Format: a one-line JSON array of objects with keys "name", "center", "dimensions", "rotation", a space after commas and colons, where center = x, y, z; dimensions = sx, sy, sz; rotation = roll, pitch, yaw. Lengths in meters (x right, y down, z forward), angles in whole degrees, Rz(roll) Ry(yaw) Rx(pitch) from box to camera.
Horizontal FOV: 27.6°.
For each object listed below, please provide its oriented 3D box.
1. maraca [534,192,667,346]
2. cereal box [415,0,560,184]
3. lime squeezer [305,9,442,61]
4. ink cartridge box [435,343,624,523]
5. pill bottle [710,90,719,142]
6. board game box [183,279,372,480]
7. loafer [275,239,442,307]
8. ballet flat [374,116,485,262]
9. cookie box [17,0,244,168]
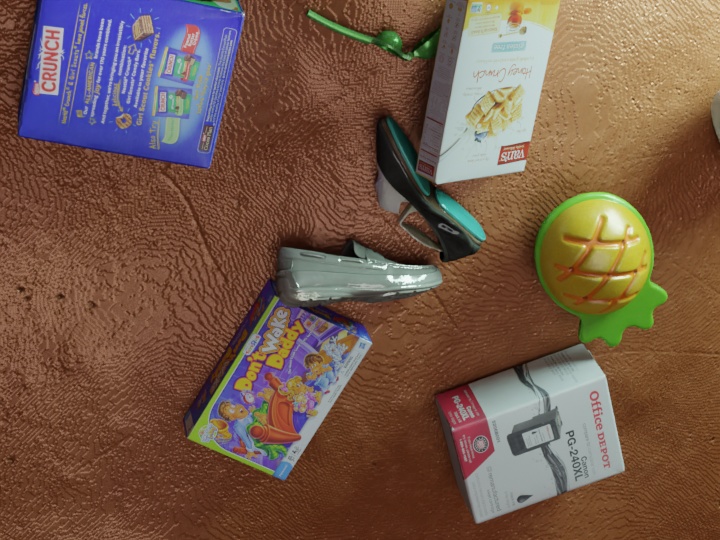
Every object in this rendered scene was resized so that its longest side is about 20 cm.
[{"name": "maraca", "center": [0.275, 0.000, 1.677], "dimensions": [0.136, 0.107, 0.201], "rotation": [-26, 118, 7]}, {"name": "cereal box", "center": [0.136, -0.197, 1.560], "dimensions": [0.143, 0.039, 0.202], "rotation": [-11, 120, -40]}, {"name": "lime squeezer", "center": [0.045, -0.254, 1.544], "dimensions": [0.198, 0.038, 0.071], "rotation": [-11, 116, -8]}, {"name": "ink cartridge box", "center": [0.206, 0.196, 1.762], "dimensions": [0.198, 0.084, 0.146], "rotation": [-19, 117, -4]}, {"name": "pill bottle", "center": [0.506, -0.188, 1.643], "dimensions": [0.199, 0.116, 0.117], "rotation": [-25, 118, -2]}, {"name": "board game box", "center": [-0.096, 0.128, 1.679], "dimensions": [0.134, 0.045, 0.201], "rotation": [26, 106, -23]}, {"name": "loafer", "center": [0.000, 0.000, 1.631], "dimensions": [0.198, 0.070, 0.071], "rotation": [-2, 80, -28]}, {"name": "ballet flat", "center": [0.060, -0.079, 1.614], "dimensions": [0.068, 0.068, 0.200], "rotation": [-32, 118, 17]}, {"name": "cookie box", "center": [-0.234, -0.209, 1.475], "dimensions": [0.198, 0.075, 0.173], "rotation": [9, 112, -18]}]
